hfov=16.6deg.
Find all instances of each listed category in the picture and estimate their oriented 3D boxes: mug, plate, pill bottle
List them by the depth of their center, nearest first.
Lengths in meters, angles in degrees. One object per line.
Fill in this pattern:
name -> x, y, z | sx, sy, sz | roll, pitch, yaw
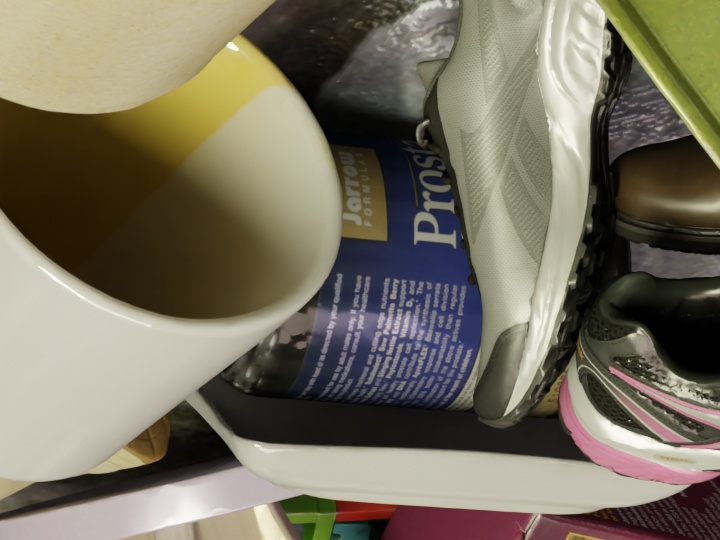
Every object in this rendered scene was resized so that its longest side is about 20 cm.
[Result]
mug -> -0.103, -0.014, 0.894 | 0.149, 0.187, 0.153 | 26, 135, -15
pill bottle -> 0.000, 0.000, 1.017 | 0.200, 0.112, 0.112 | 5, 141, -18
plate -> 0.018, 0.068, 1.065 | 0.200, 0.200, 0.032 | 6, 100, -18

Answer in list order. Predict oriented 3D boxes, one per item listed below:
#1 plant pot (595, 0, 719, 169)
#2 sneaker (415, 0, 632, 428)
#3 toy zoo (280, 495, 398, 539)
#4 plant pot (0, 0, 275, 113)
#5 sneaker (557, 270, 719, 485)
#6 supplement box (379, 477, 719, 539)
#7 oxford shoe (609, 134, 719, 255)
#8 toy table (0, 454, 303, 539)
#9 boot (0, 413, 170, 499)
plant pot -> 0.172, -0.120, 0.765 | 0.190, 0.200, 0.200 | -36, 137, 12
sneaker -> 0.058, -0.040, 0.947 | 0.079, 0.200, 0.074 | 6, -174, 13
toy zoo -> 0.030, 0.152, 1.299 | 0.200, 0.020, 0.131 | -1, 143, -10
plant pot -> -0.068, -0.148, 0.765 | 0.200, 0.201, 0.183 | 9, 151, -22
sneaker -> 0.174, 0.039, 0.910 | 0.200, 0.080, 0.086 | -1, 145, 2
supplement box -> 0.117, 0.159, 1.219 | 0.200, 0.103, 0.131 | 16, 113, -31
oxford shoe -> 0.186, -0.062, 0.969 | 0.200, 0.073, 0.084 | -15, 122, 9
toy table -> -0.072, 0.151, 1.158 | 0.200, 0.117, 0.184 | -15, 179, 21
boot -> -0.200, 0.044, 1.073 | 0.155, 0.073, 0.200 | -23, 137, 27
